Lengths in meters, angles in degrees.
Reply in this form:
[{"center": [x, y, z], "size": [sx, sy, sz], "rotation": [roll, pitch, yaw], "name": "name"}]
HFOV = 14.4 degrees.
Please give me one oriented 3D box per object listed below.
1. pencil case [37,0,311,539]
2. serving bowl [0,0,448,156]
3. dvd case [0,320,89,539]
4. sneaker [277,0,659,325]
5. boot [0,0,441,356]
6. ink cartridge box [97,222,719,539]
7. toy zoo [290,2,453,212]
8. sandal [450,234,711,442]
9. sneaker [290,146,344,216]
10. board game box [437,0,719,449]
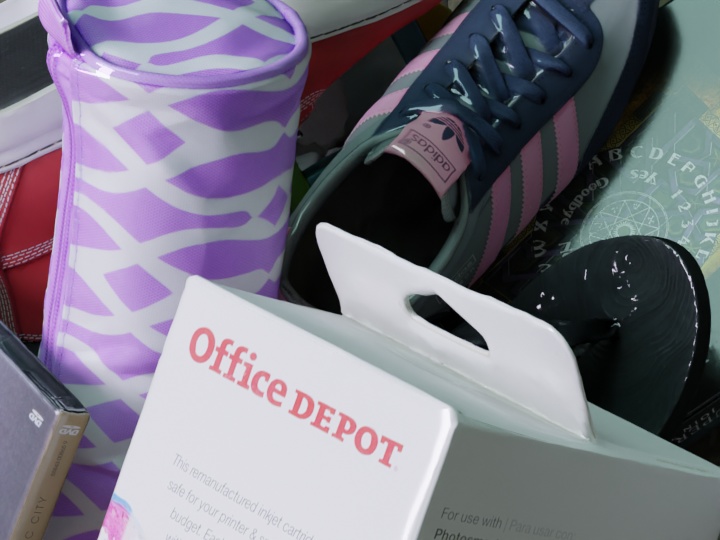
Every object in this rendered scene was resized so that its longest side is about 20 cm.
[{"center": [-0.068, 0.004, 0.889], "size": [0.085, 0.201, 0.084], "rotation": [-2, 30, -21], "name": "pencil case"}, {"center": [-0.057, -0.071, 1.100], "size": [0.199, 0.200, 0.066], "rotation": [-16, 81, 21], "name": "serving bowl"}, {"center": [-0.159, 0.096, 0.910], "size": [0.149, 0.016, 0.201], "rotation": [40, 114, 45], "name": "dvd case"}, {"center": [0.037, -0.043, 0.943], "size": [0.070, 0.082, 0.200], "rotation": [34, 81, 6], "name": "sneaker"}, {"center": [-0.045, -0.037, 0.972], "size": [0.199, 0.145, 0.072], "rotation": [-27, 36, -15], "name": "boot"}, {"center": [0.007, 0.099, 0.829], "size": [0.128, 0.125, 0.201], "rotation": [26, 98, 47], "name": "ink cartridge box"}, {"center": [0.000, -0.107, 0.999], "size": [0.199, 0.132, 0.020], "rotation": [-29, 13, 0], "name": "toy zoo"}, {"center": [0.031, 0.059, 0.937], "size": [0.200, 0.048, 0.076], "rotation": [-37, 65, 24], "name": "sandal"}, {"center": [0.000, 0.000, 1.058], "size": [0.199, 0.078, 0.092], "rotation": [-8, 82, 9], "name": "sneaker"}, {"center": [0.118, -0.023, 0.981], "size": [0.200, 0.028, 0.135], "rotation": [-33, 65, 0], "name": "board game box"}]
